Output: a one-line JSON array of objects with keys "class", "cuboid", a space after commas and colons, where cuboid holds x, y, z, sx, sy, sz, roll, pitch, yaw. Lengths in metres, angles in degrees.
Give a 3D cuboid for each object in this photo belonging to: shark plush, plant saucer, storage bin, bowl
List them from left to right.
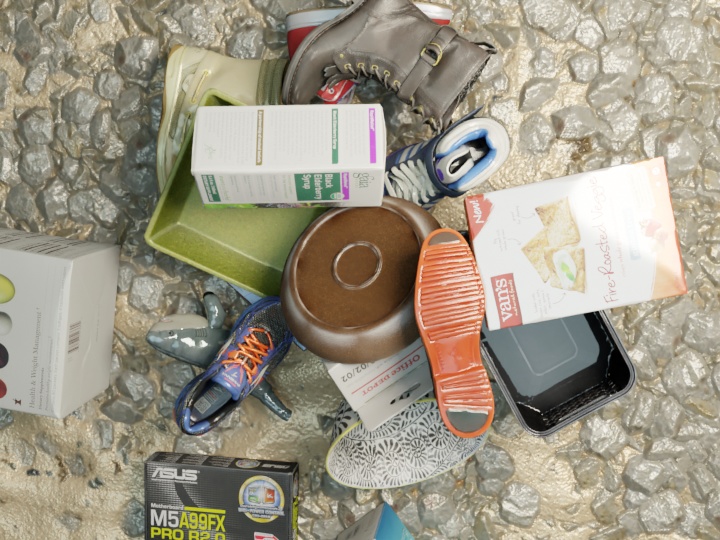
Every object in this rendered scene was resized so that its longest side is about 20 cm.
[{"class": "shark plush", "cuboid": [-0.173, 0.125, 1.082, 0.090, 0.084, 0.201, -33, 105, 30]}, {"class": "plant saucer", "cuboid": [-0.124, -0.084, 1.019, 0.198, 0.048, 0.202, 25, 109, -11]}, {"class": "plant saucer", "cuboid": [0.000, 0.000, 0.934, 0.197, 0.032, 0.203, -9, 62, 16]}, {"class": "bowl", "cuboid": [0.046, 0.168, 1.030, 0.198, 0.201, 0.095, -24, 51, 10]}, {"class": "storage bin", "cuboid": [0.193, 0.060, 0.952, 0.134, 0.094, 0.202, -29, 89, 7]}]

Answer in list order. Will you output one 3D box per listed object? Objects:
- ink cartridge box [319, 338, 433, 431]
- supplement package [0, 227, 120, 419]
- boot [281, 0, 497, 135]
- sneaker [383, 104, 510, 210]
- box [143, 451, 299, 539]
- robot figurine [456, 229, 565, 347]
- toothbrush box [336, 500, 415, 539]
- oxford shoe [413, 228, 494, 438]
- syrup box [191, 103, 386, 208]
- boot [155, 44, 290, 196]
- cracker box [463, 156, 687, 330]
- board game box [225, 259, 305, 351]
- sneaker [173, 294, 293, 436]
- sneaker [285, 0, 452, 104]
[{"class": "ink cartridge box", "cuboid": [0.009, 0.075, 0.975, 0.114, 0.200, 0.068, -34, 120, -2]}, {"class": "supplement package", "cuboid": [-0.422, 0.056, 1.076, 0.196, 0.147, 0.195, 8, 98, 6]}, {"class": "boot", "cuboid": [0.028, -0.209, 0.942, 0.174, 0.069, 0.200, 43, 101, 6]}, {"class": "sneaker", "cuboid": [0.075, -0.110, 0.982, 0.198, 0.146, 0.082, -26, 93, 10]}, {"class": "box", "cuboid": [-0.179, 0.324, 1.125, 0.196, 0.044, 0.163, 3, 98, 8]}, {"class": "robot figurine", "cuboid": [0.172, 0.029, 1.030, 0.197, 0.058, 0.148, 15, 98, 6]}, {"class": "toothbrush box", "cuboid": [0.051, 0.405, 1.050, 0.085, 0.146, 0.201, -38, 92, 11]}, {"class": "oxford shoe", "cuboid": [0.088, 0.061, 0.873, 0.070, 0.073, 0.204, -5, 89, -2]}, {"class": "syrup box", "cuboid": [-0.072, -0.119, 0.923, 0.196, 0.079, 0.083, 0, 66, 0]}, {"class": "boot", "cuboid": [-0.160, -0.161, 1.051, 0.152, 0.073, 0.204, 7, 96, 6]}, {"class": "cracker box", "cuboid": [0.210, -0.026, 0.870, 0.196, 0.058, 0.136, -12, 92, 7]}, {"class": "board game box", "cuboid": [-0.112, -0.005, 1.087, 0.199, 0.019, 0.103, 41, 102, 2]}, {"class": "sneaker", "cuboid": [-0.140, 0.116, 1.007, 0.075, 0.078, 0.201, 37, 90, -9]}, {"class": "sneaker", "cuboid": [0.010, -0.248, 1.013, 0.196, 0.071, 0.115, -1, 93, 16]}]
